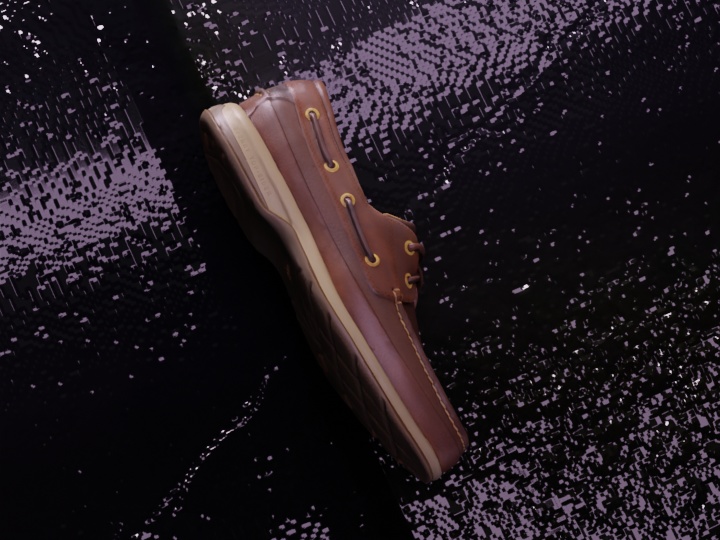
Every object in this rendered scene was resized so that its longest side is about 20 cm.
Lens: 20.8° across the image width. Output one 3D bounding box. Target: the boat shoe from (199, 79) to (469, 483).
[{"bbox_3d":[0.000,0.000,0.897,0.067,0.072,0.200,-27,80,-13],"label":"boat shoe"}]
